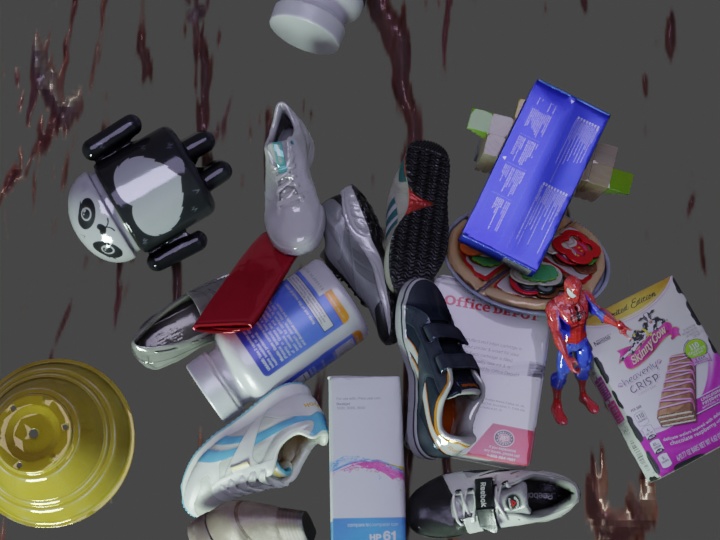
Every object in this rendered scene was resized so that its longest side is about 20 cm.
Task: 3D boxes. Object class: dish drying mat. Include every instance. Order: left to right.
[{"bbox_3d":[-0.122,0.010,1.380,0.076,0.018,0.200,-2,33,22],"label":"dish drying mat"}]

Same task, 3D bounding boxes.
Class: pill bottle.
[{"bbox_3d":[-0.099,0.086,1.383,0.199,0.112,0.112,-34,77,-8],"label":"pill bottle"},{"bbox_3d":[-0.037,-0.385,1.506,0.115,0.116,0.201,18,76,6],"label":"pill bottle"}]

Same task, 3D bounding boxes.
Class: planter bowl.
[{"bbox_3d":[-0.369,0.193,1.375,0.199,0.084,0.202,0,74,1],"label":"planter bowl"}]

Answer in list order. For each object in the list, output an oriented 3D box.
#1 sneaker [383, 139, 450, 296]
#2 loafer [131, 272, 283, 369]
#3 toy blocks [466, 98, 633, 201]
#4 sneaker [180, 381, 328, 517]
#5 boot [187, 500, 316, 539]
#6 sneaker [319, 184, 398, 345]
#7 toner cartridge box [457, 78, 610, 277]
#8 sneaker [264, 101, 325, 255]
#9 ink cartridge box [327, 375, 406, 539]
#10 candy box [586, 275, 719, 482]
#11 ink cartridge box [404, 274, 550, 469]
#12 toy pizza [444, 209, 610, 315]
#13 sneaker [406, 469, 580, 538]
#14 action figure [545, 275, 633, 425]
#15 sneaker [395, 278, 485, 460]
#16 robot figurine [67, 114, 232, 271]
[{"bbox_3d":[0.064,-0.051,1.422,0.070,0.093,0.201,11,67,-7],"label":"sneaker"},{"bbox_3d":[-0.182,0.051,1.415,0.199,0.070,0.070,-33,73,-8],"label":"loafer"},{"bbox_3d":[0.216,-0.127,1.425,0.199,0.137,0.101,15,80,0],"label":"toy blocks"},{"bbox_3d":[-0.123,0.217,1.340,0.200,0.076,0.081,-43,50,10],"label":"sneaker"},{"bbox_3d":[-0.107,0.347,1.333,0.145,0.070,0.201,-12,102,19],"label":"boot"},{"bbox_3d":[0.000,0.000,1.431,0.079,0.074,0.201,-25,73,12],"label":"sneaker"},{"bbox_3d":[0.194,-0.103,1.329,0.095,0.043,0.201,27,81,1],"label":"toner cartridge box"},{"bbox_3d":[-0.089,-0.113,1.418,0.075,0.089,0.201,-11,54,5],"label":"sneaker"},{"bbox_3d":[0.008,0.226,1.324,0.084,0.145,0.201,-3,75,0],"label":"ink cartridge box"},{"bbox_3d":[0.351,0.126,1.384,0.136,0.061,0.201,-26,75,-8],"label":"candy box"},{"bbox_3d":[0.138,0.119,1.381,0.145,0.085,0.201,10,77,4],"label":"ink cartridge box"},{"bbox_3d":[0.196,-0.023,1.392,0.199,0.032,0.201,4,41,-3],"label":"toy pizza"},{"bbox_3d":[0.151,0.255,1.328,0.199,0.089,0.075,-8,77,-9],"label":"sneaker"},{"bbox_3d":[0.249,0.099,1.314,0.065,0.201,0.099,-19,36,-12],"label":"action figure"},{"bbox_3d":[0.092,0.103,1.294,0.078,0.079,0.201,3,77,-41],"label":"sneaker"},{"bbox_3d":[-0.254,-0.094,1.428,0.199,0.125,0.151,-30,63,-7],"label":"robot figurine"}]
